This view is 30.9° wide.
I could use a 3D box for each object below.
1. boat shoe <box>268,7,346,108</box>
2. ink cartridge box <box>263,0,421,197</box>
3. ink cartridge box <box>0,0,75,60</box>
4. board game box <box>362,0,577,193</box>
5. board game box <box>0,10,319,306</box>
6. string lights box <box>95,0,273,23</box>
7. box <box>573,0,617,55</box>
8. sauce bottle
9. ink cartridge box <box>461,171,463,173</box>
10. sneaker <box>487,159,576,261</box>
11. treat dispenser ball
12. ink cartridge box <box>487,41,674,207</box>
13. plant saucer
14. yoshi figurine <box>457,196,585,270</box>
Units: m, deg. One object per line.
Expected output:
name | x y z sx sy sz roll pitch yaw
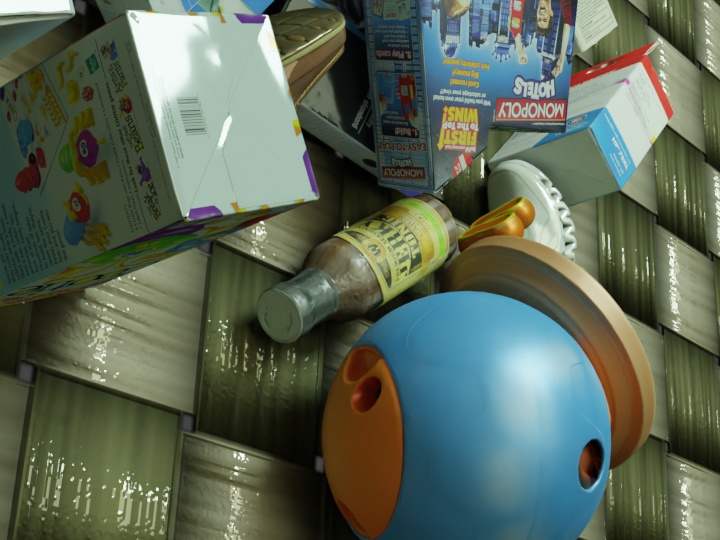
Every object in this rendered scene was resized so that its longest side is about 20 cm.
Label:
boat shoe | -0.084 -0.110 0.878 0.200 0.072 0.068 -42 133 -28
ink cartridge box | 0.024 -0.183 0.999 0.199 0.043 0.199 31 76 -33
ink cartridge box | -0.244 -0.199 0.671 0.083 0.145 0.202 -17 91 -48
board game box | 0.077 -0.159 0.975 0.199 0.061 0.202 -1 100 -44
board game box | -0.137 -0.055 0.705 0.103 0.199 0.106 -13 86 -51
string lights box | -0.089 -0.226 0.862 0.200 0.059 0.103 -51 144 -26
box | 0.161 -0.300 1.240 0.095 0.077 0.201 -36 105 -49
sauce bottle | 0.000 0.000 0.957 0.200 0.064 0.065 -33 103 -50
ink cartridge box | 0.044 -0.204 1.098 0.200 0.043 0.174 50 46 -26
sneaker | 0.143 0.002 1.125 0.081 0.075 0.202 -7 82 -41
treat dispenser ball | 0.072 0.115 0.893 0.200 0.200 0.203 20 62 -44
ink cartridge box | 0.215 -0.133 1.216 0.068 0.116 0.200 59 42 -15
plant saucer | 0.133 0.069 0.989 0.032 0.200 0.201 -33 103 -32
yoshi figurine | 0.162 0.040 1.041 0.112 0.112 0.201 -29 97 -19
